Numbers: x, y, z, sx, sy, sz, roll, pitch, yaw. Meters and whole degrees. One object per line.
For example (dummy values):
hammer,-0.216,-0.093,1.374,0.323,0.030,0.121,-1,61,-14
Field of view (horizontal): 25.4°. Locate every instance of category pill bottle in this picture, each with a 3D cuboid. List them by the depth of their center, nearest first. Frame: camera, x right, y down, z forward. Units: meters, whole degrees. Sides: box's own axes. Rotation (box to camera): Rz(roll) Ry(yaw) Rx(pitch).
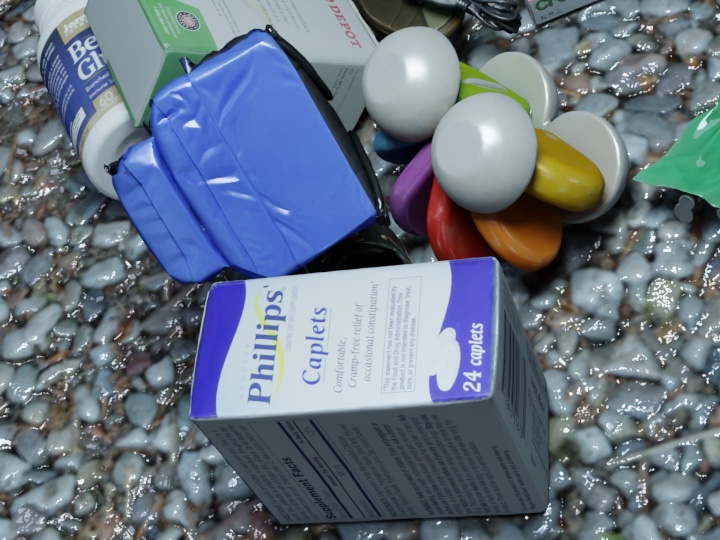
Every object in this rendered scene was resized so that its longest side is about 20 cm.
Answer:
pill bottle,-0.208,-0.162,1.345,0.111,0.111,0.201,-30,54,-1

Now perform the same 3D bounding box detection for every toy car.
toy car,0.084,-0.078,1.181,0.200,0.174,0.151,47,118,35

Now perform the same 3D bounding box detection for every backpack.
backpack,-0.085,-0.078,1.132,0.167,0.200,0.163,-25,97,2

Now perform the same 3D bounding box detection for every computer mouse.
computer mouse,0.113,-0.276,1.299,0.109,0.044,0.201,18,60,22

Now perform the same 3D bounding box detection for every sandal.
sandal,0.021,-0.224,1.346,0.082,0.055,0.199,-45,41,-18

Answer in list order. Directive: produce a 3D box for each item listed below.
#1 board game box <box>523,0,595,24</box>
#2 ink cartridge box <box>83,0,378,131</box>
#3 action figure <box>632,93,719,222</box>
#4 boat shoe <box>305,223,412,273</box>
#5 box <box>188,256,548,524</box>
board game box,0.215,-0.292,1.327,0.199,0.035,0.127,-22,53,5
ink cartridge box,-0.100,-0.186,1.276,0.199,0.088,0.146,-3,47,-32
action figure,0.303,-0.110,1.169,0.118,0.055,0.200,26,63,32
boat shoe,0.002,-0.002,1.200,0.073,0.063,0.202,-35,51,-1
box,0.013,0.086,1.066,0.198,0.184,0.106,-5,58,16
